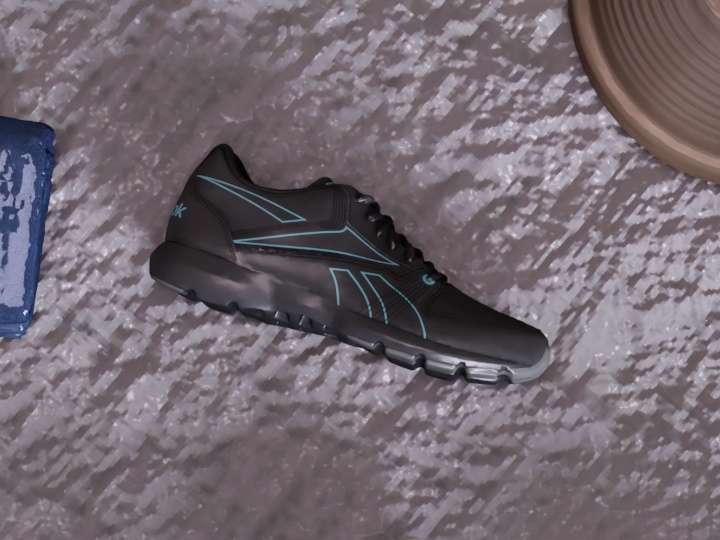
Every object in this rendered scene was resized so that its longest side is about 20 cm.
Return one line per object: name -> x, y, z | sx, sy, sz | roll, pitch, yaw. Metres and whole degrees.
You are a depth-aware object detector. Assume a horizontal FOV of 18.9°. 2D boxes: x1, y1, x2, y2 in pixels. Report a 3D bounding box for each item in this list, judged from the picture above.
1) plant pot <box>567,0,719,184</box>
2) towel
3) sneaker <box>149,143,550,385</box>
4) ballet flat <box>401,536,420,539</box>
plant pot -> 0.202, -0.143, 1.039 | 0.201, 0.093, 0.201 | 0, 85, 1
towel -> -0.251, -0.031, 1.065 | 0.200, 0.049, 0.112 | 7, 85, 3
sneaker -> 0.000, 0.000, 1.041 | 0.200, 0.075, 0.079 | 18, 83, 3
ballet flat -> -0.039, 0.206, 1.030 | 0.069, 0.069, 0.200 | 28, 86, 4
